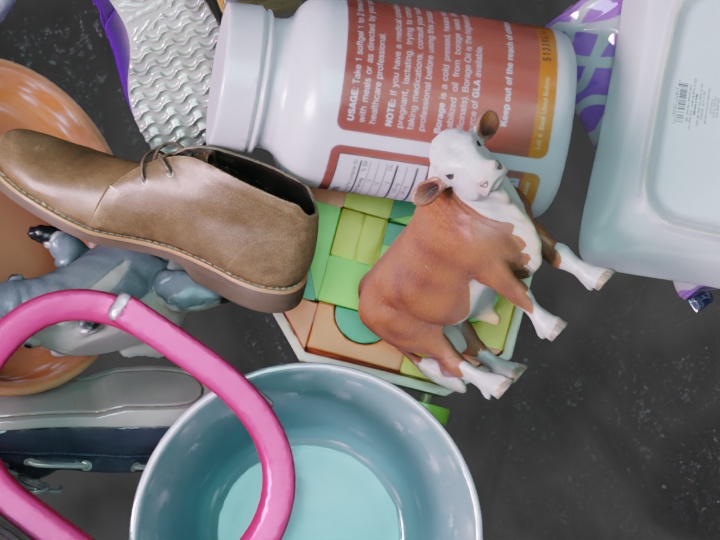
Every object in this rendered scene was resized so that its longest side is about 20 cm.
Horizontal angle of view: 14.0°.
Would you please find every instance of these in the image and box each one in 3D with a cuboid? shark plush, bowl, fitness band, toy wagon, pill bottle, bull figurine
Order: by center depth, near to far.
[{"bbox_3d":[-0.129,0.098,1.624,0.200,0.037,0.144,37,85,-6],"label":"fitness band"},{"bbox_3d":[0.065,-0.003,1.640,0.121,0.200,0.065,42,57,4],"label":"bull figurine"},{"bbox_3d":[0.016,-0.097,1.680,0.200,0.112,0.112,9,86,-8],"label":"pill bottle"},{"bbox_3d":[-0.169,0.010,1.691,0.200,0.091,0.083,-13,73,-22],"label":"shark plush"},{"bbox_3d":[-0.030,0.155,1.700,0.201,0.105,0.201,0,86,0],"label":"bowl"},{"bbox_3d":[0.000,0.000,1.745,0.200,0.040,0.155,15,85,1],"label":"toy wagon"}]

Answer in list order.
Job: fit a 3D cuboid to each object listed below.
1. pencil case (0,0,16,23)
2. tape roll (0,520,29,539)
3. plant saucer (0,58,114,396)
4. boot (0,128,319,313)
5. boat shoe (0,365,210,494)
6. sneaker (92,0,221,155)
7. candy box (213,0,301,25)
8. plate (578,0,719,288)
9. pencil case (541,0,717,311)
[{"bbox_3d":[-0.275,-0.134,1.731,0.091,0.083,0.200,34,87,-11],"label":"pencil case"},{"bbox_3d":[-0.232,0.165,1.651,0.200,0.200,0.066,35,85,2],"label":"tape roll"},{"bbox_3d":[-0.219,-0.024,1.699,0.200,0.037,0.200,12,72,-40],"label":"plant saucer"},{"bbox_3d":[-0.116,-0.049,1.667,0.200,0.074,0.075,21,125,5],"label":"boot"},{"bbox_3d":[-0.186,0.095,1.720,0.200,0.075,0.062,-3,117,-13],"label":"boat shoe"},{"bbox_3d":[-0.124,-0.162,1.739,0.070,0.100,0.200,-20,117,-1],"label":"sneaker"},{"bbox_3d":[-0.074,-0.214,1.681,0.055,0.200,0.116,-18,86,-2],"label":"candy box"},{"bbox_3d":[0.239,-0.084,1.676,0.200,0.032,0.200,11,87,0],"label":"plate"},{"bbox_3d":[0.184,-0.080,1.734,0.085,0.084,0.200,-27,88,-41],"label":"pencil case"}]
